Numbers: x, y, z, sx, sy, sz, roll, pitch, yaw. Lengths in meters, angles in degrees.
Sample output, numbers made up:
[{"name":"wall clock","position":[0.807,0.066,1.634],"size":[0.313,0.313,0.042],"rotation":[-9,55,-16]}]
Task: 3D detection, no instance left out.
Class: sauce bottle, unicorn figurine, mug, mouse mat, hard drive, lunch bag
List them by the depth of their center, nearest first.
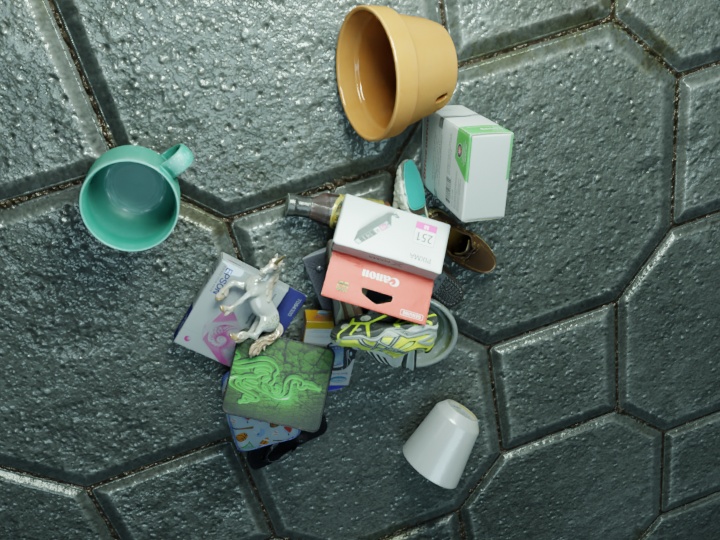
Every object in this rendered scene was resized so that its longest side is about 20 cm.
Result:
[{"name":"mug","position":[-0.357,-0.127,1.027],"size":[0.180,0.115,0.156],"rotation":[-9,118,-11]},{"name":"sauce bottle","position":[-0.041,-0.107,1.151],"size":[0.195,0.066,0.068],"rotation":[4,115,-17]},{"name":"unicorn figurine","position":[-0.191,0.055,1.151],"size":[0.135,0.074,0.203],"rotation":[-24,134,-16]},{"name":"hard drive","position":[0.000,0.000,1.196],"size":[0.195,0.043,0.137],"rotation":[-12,121,16]},{"name":"mouse mat","position":[-0.155,0.211,1.204],"size":[0.195,0.008,0.165],"rotation":[14,80,-10]},{"name":"lunch bag","position":[-0.196,0.278,1.282],"size":[0.156,0.076,0.204],"rotation":[-14,131,-12]},{"name":"mug","position":[0.197,0.380,1.440],"size":[0.147,0.186,0.156],"rotation":[30,98,7]}]

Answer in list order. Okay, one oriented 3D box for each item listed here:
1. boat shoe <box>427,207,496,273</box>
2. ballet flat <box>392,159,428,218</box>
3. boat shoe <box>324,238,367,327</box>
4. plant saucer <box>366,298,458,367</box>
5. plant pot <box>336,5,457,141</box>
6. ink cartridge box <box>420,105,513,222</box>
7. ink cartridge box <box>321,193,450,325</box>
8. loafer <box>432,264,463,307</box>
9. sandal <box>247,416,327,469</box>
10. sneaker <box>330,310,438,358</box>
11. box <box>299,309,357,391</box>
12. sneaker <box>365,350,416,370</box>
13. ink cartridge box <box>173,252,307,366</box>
[{"name":"boat shoe","position":[0.200,-0.046,1.244],"size":[0.198,0.068,0.072],"rotation":[33,104,-27]},{"name":"ballet flat","position":[0.092,-0.100,1.164],"size":[0.070,0.072,0.205],"rotation":[-16,89,-6]},{"name":"boat shoe","position":[-0.024,0.033,1.158],"size":[0.070,0.076,0.205],"rotation":[-10,119,-6]},{"name":"plant saucer","position":[0.103,0.113,1.287],"size":[0.194,0.051,0.204],"rotation":[5,130,6]},{"name":"plant pot","position":[0.063,-0.322,1.011],"size":[0.137,0.199,0.205],"rotation":[-16,121,-26]},{"name":"ink cartridge box","position":[0.178,-0.193,1.090],"size":[0.082,0.201,0.150],"rotation":[-7,119,-14]},{"name":"ink cartridge box","position":[0.044,-0.019,1.081],"size":[0.195,0.044,0.178],"rotation":[16,71,-4]},{"name":"loafer","position":[0.122,-0.009,1.244],"size":[0.073,0.071,0.200],"rotation":[-41,102,11]},{"name":"sandal","position":[-0.164,0.375,1.371],"size":[0.197,0.043,0.077],"rotation":[-31,120,1]},{"name":"sneaker","position":[0.043,0.123,1.121],"size":[0.194,0.076,0.078],"rotation":[-4,115,4]},{"name":"box","position":[-0.069,0.169,1.282],"size":[0.116,0.042,0.203],"rotation":[2,128,-16]},{"name":"sneaker","position":[0.056,0.119,1.218],"size":[0.112,0.077,0.204],"rotation":[3,132,5]},{"name":"ink cartridge box","position":[-0.229,0.093,1.214],"size":[0.197,0.043,0.199],"rotation":[27,106,-24]}]
